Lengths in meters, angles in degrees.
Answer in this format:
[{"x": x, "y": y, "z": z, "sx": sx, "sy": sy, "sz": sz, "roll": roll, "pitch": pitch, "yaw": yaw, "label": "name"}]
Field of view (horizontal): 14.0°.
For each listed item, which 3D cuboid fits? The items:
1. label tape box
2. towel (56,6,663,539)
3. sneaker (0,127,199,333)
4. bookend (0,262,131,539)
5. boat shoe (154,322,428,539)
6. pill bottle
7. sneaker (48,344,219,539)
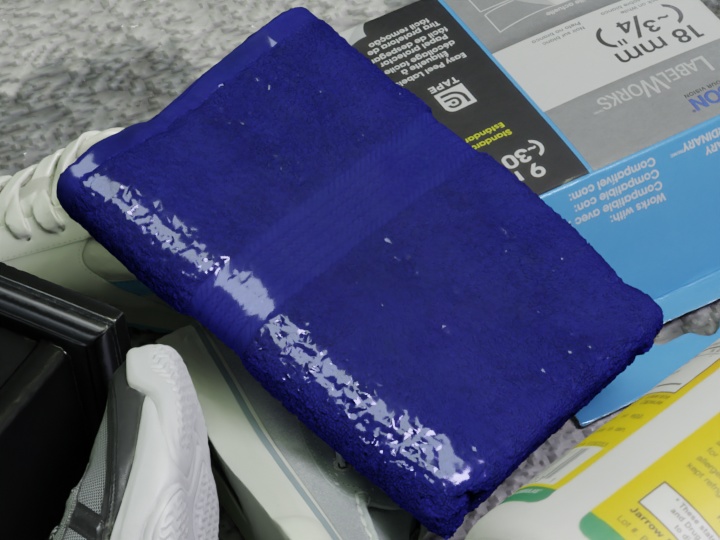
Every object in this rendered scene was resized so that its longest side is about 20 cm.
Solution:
[{"x": 0.099, "y": -0.047, "z": 1.210, "sx": 0.144, "sy": 0.063, "sz": 0.200, "roll": -24, "pitch": 48, "yaw": -16, "label": "label tape box"}, {"x": 0.000, "y": 0.000, "z": 1.105, "sx": 0.200, "sy": 0.050, "sz": 0.148, "roll": 40, "pitch": 52, "yaw": 15, "label": "towel"}, {"x": -0.118, "y": -0.018, "z": 1.192, "sx": 0.199, "sy": 0.081, "sz": 0.077, "roll": -2, "pitch": 47, "yaw": 5, "label": "sneaker"}, {"x": -0.218, "y": 0.077, "z": 1.100, "sx": 0.198, "sy": 0.092, "sz": 0.200, "roll": 21, "pitch": 52, "yaw": 24, "label": "bookend"}, {"x": -0.011, "y": 0.079, "z": 1.093, "sx": 0.071, "sy": 0.070, "sz": 0.201, "roll": -24, "pitch": 45, "yaw": -12, "label": "boat shoe"}, {"x": 0.141, "y": 0.084, "z": 1.044, "sx": 0.200, "sy": 0.113, "sz": 0.113, "roll": -35, "pitch": 52, "yaw": -26, "label": "pill bottle"}, {"x": -0.114, "y": 0.119, "z": 1.035, "sx": 0.114, "sy": 0.076, "sz": 0.200, "roll": -1, "pitch": 66, "yaw": 9, "label": "sneaker"}]
